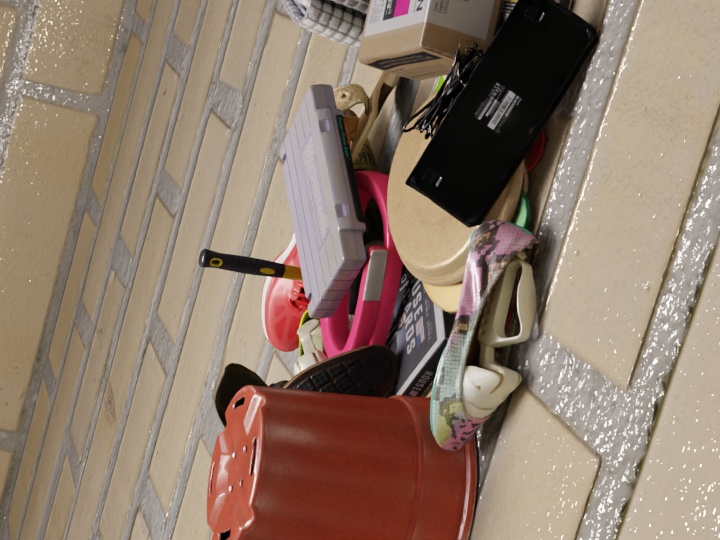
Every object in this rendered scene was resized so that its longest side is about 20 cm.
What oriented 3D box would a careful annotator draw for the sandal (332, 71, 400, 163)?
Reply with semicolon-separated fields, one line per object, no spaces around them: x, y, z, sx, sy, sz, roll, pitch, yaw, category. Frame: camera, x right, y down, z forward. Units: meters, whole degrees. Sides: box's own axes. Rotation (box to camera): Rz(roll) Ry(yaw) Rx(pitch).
-0.017;-0.169;1.647;0.078;0.069;0.213;-58;4;42;sandal

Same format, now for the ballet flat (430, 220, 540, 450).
0.110;0.059;1.310;0.071;0.069;0.203;15;93;44;ballet flat

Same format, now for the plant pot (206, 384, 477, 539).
-0.026;0.193;1.390;0.200;0.193;0.204;-168;90;-70;plant pot

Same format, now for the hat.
-0.073;0.179;1.654;0.080;0.201;0.202;-24;43;16;hat

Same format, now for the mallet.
-0.072;-0.007;1.632;0.066;0.198;0.041;-64;30;15;mallet

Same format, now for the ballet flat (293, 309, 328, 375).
-0.044;0.103;1.628;0.201;0.066;0.068;-94;-19;-62;ballet flat

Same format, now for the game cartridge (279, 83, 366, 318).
-0.037;-0.070;1.563;0.130;0.038;0.202;128;137;-54;game cartridge

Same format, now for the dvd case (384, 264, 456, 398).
0.043;0.064;1.528;0.201;0.024;0.152;122;152;-45;dvd case

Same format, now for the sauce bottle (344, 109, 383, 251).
-0.006;-0.090;1.689;0.065;0.064;0.201;-60;36;39;sauce bottle

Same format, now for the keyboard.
0.113;-0.146;1.336;0.201;0.104;0.040;-57;-9;13;keyboard

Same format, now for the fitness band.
0.000;0.000;1.559;0.144;0.037;0.202;-120;39;-60;fitness band

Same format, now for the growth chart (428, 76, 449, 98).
0.062;-0.119;1.564;0.145;0.018;0.202;-107;34;-73;growth chart

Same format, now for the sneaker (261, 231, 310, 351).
-0.054;0.013;1.747;0.116;0.077;0.202;-126;50;-66;sneaker

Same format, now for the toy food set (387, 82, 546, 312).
0.093;-0.080;1.414;0.199;0.048;0.201;-58;38;28;toy food set

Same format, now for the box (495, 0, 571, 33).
0.134;-0.264;1.435;0.200;0.049;0.160;-150;74;-69;box

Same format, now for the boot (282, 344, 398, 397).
-0.055;0.130;1.519;0.199;0.075;0.097;-34;10;-3;boot

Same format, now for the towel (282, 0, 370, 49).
0.002;-0.301;1.651;0.086;0.164;0.201;-63;25;24;towel

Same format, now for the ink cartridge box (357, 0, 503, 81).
0.076;-0.284;1.426;0.164;0.074;0.203;-176;99;-71;ink cartridge box
